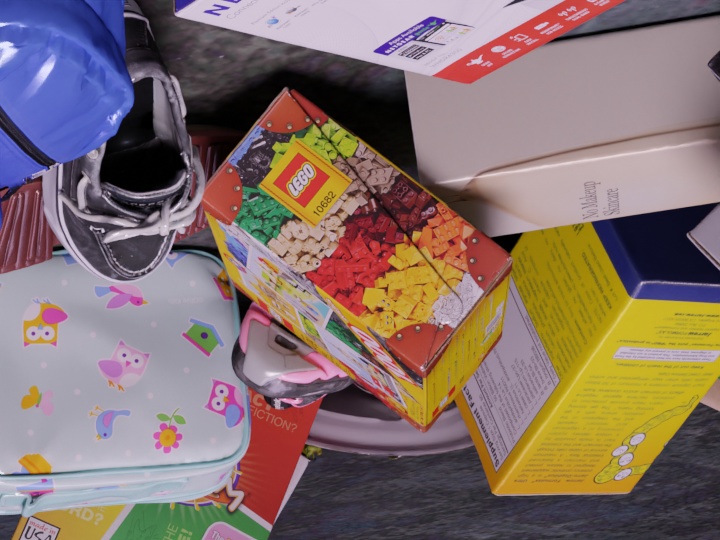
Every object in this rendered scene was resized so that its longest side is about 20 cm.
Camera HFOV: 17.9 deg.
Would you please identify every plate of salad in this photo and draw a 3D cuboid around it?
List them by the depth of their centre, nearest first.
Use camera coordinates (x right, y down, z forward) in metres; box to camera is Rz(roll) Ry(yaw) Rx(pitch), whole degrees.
[{"bbox_3d":[0.004,0.100,1.606,0.199,0.048,0.200,5,-164,-1],"label":"plate of salad"}]

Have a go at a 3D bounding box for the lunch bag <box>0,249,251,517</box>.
[{"bbox_3d":[-0.171,0.071,1.406,0.199,0.161,0.077,-2,162,-17],"label":"lunch bag"}]

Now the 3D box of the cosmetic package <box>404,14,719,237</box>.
[{"bbox_3d":[0.129,-0.075,1.213,0.199,0.073,0.104,-10,161,6],"label":"cosmetic package"}]

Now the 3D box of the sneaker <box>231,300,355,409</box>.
[{"bbox_3d":[-0.034,0.056,1.411,0.095,0.079,0.200,-53,169,21],"label":"sneaker"}]

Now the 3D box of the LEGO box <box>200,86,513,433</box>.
[{"bbox_3d":[0.000,0.000,1.238,0.077,0.149,0.200,-51,170,-9],"label":"LEGO box"}]

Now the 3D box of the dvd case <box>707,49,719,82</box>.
[{"bbox_3d":[0.252,-0.114,1.097,0.150,0.025,0.200,-45,154,7],"label":"dvd case"}]

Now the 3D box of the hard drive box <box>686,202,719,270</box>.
[{"bbox_3d":[0.274,-0.043,1.119,0.200,0.077,0.156,-45,153,5],"label":"hard drive box"}]

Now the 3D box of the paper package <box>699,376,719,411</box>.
[{"bbox_3d":[0.292,0.058,1.497,0.200,0.104,0.190,26,-173,40],"label":"paper package"}]

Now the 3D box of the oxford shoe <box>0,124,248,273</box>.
[{"bbox_3d":[-0.143,-0.055,1.211,0.200,0.075,0.071,-10,129,-34],"label":"oxford shoe"}]

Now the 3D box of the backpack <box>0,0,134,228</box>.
[{"bbox_3d":[-0.190,-0.084,0.912,0.199,0.168,0.163,-13,169,5],"label":"backpack"}]

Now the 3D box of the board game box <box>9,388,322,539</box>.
[{"bbox_3d":[-0.124,0.130,1.466,0.153,0.200,0.040,24,156,-6],"label":"board game box"}]

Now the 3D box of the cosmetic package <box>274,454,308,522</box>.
[{"bbox_3d":[-0.145,0.121,1.547,0.200,0.081,0.113,33,156,0],"label":"cosmetic package"}]

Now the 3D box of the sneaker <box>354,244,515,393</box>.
[{"bbox_3d":[0.058,0.028,1.513,0.200,0.074,0.087,-22,153,34],"label":"sneaker"}]

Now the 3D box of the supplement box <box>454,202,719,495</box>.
[{"bbox_3d":[0.149,0.035,1.395,0.109,0.109,0.200,3,137,-30],"label":"supplement box"}]

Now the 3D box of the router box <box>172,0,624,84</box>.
[{"bbox_3d":[0.046,-0.151,0.979,0.179,0.049,0.200,8,157,-40],"label":"router box"}]

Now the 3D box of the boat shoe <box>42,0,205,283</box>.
[{"bbox_3d":[-0.110,-0.047,1.116,0.073,0.068,0.200,-22,147,-23],"label":"boat shoe"}]
